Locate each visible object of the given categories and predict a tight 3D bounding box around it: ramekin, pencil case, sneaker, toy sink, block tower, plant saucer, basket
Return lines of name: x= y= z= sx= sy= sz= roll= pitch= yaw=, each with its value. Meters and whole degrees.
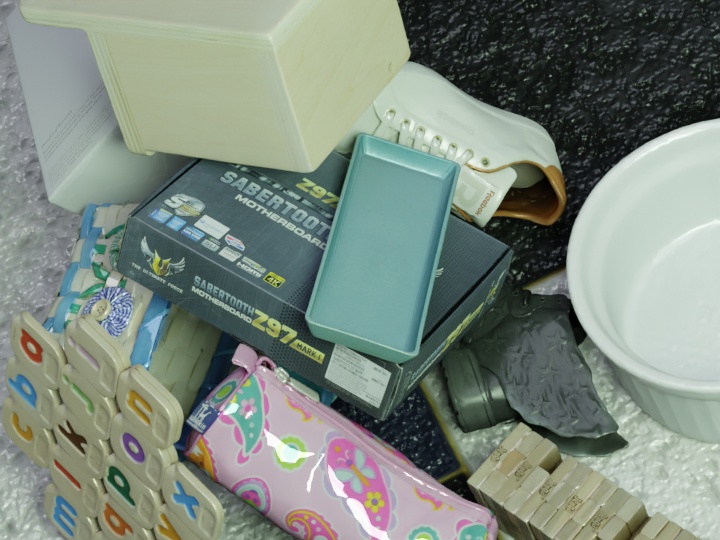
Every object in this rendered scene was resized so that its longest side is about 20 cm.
ramekin: x=0.236 y=0.012 z=1.612 sx=0.200 sy=0.098 sz=0.201 roll=-9 pitch=56 yaw=13
pencil case: x=-0.013 y=0.130 z=1.572 sx=0.200 sy=0.087 sz=0.088 roll=35 pitch=70 yaw=-3
sneaker: x=0.054 y=-0.079 z=1.681 sx=0.073 sy=0.200 sz=0.085 roll=-59 pitch=33 yaw=31
toy sink: x=-0.091 y=-0.147 z=1.615 sx=0.200 sy=0.112 sz=0.130 roll=9 pitch=43 yaw=31
sneaker: x=0.102 y=0.036 z=1.669 sx=0.104 sy=0.060 sz=0.200 roll=-15 pitch=58 yaw=7
block tower: x=0.160 y=0.170 z=1.559 sx=0.200 sy=0.054 sz=0.058 roll=34 pitch=74 yaw=32
plant saucer: x=0.014 y=-0.014 z=1.570 sx=0.070 sy=0.019 sz=0.200 roll=18 pitch=37 yaw=-2
basket: x=-0.104 y=0.045 z=1.679 sx=0.200 sy=0.139 sz=0.177 roll=12 pitch=65 yaw=13

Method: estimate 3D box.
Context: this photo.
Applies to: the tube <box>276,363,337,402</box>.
tube: x=0.000 y=0.000 z=1.735 sx=0.077 sy=0.050 sz=0.200 roll=8 pitch=62 yaw=47

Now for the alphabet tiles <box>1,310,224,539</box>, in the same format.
alphabet tiles: x=-0.156 y=0.121 z=1.611 sx=0.015 sy=0.200 sz=0.196 roll=-32 pitch=61 yaw=-34

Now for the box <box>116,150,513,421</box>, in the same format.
box: x=-0.027 y=-0.007 z=1.600 sx=0.200 sy=0.051 sz=0.158 roll=30 pitch=39 yaw=15

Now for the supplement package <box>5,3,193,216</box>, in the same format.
supplement package: x=-0.153 y=-0.131 z=1.786 sx=0.120 sy=0.121 sz=0.200 roll=-46 pitch=41 yaw=25
